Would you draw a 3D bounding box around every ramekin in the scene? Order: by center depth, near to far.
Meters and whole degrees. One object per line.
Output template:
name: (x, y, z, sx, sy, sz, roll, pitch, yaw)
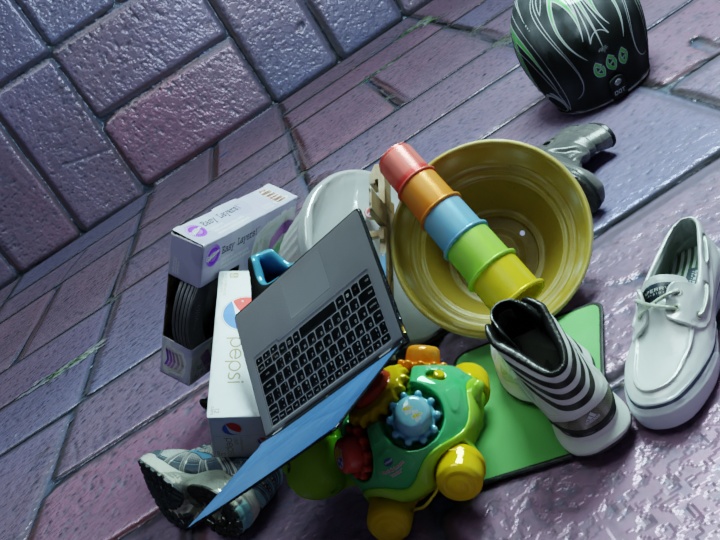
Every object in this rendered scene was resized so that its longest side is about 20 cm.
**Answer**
ramekin: (0.000, 0.000, 0.966, 0.094, 0.202, 0.203, -33, 15, 45)

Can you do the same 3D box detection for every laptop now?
laptop: (-0.066, 0.075, 0.717, 0.187, 0.115, 0.202, -38, 59, 34)

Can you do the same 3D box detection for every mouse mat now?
mouse mat: (0.139, 0.108, 0.773, 0.160, 0.008, 0.201, -24, 22, 26)

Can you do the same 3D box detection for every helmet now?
helmet: (0.304, -0.340, 1.252, 0.199, 0.192, 0.201, -29, 21, 12)

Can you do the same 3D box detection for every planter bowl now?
planter bowl: (0.135, -0.023, 0.901, 0.199, 0.202, 0.083, -32, -21, 5)

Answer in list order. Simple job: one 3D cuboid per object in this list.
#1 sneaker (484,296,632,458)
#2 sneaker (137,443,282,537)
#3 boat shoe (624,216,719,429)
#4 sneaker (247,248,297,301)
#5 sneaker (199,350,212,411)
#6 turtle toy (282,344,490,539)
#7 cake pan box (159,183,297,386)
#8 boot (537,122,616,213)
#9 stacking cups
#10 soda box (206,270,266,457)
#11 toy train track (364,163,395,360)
sneaker: (0.139, 0.055, 0.715, 0.075, 0.116, 0.201, -34, 20, -1)
sneaker: (-0.152, 0.215, 0.909, 0.199, 0.078, 0.086, 1, 27, 47)
boat shoe: (0.240, 0.034, 0.697, 0.073, 0.067, 0.201, -18, 26, 37)
sneaker: (-0.044, 0.037, 0.818, 0.073, 0.083, 0.199, -29, 30, -35)
sneaker: (-0.120, 0.081, 1.013, 0.071, 0.080, 0.202, -5, 61, 51)
turtle toy: (0.021, 0.139, 0.739, 0.199, 0.101, 0.146, -37, 17, 25)
cake pan box: (-0.155, 0.013, 1.036, 0.052, 0.186, 0.200, 21, 28, 21)
boot: (0.254, -0.132, 1.053, 0.131, 0.070, 0.200, -33, 24, -12)
stacking cups: (0.092, -0.045, 0.844, 0.060, 0.201, 0.061, -30, -23, -14)
soda box: (-0.116, 0.090, 0.909, 0.067, 0.064, 0.201, -1, 44, -3)
toy train track: (0.015, -0.009, 0.891, 0.032, 0.115, 0.202, -8, 69, 17)
